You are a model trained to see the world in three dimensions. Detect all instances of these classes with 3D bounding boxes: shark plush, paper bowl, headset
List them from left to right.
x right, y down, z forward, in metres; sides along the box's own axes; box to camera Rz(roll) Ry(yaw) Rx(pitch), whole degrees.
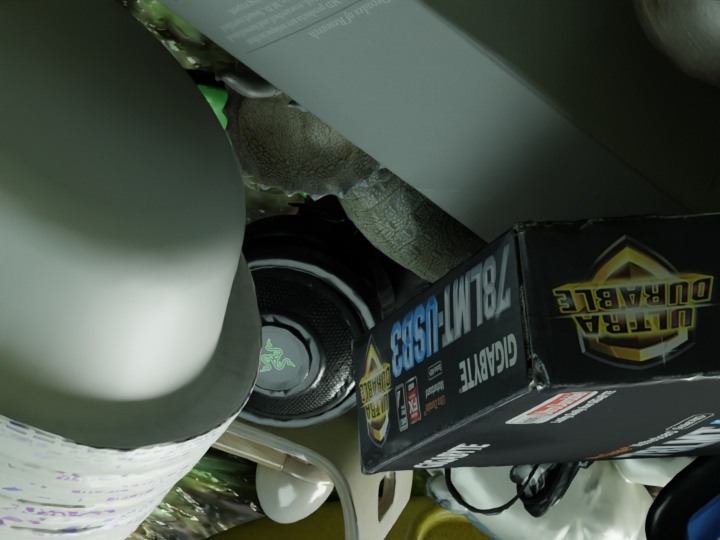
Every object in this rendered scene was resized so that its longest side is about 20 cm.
[{"bbox_3d":[-0.114,-0.020,0.849,0.200,0.201,0.104,32,120,-18],"label":"paper bowl"},{"bbox_3d":[0.000,0.000,0.978,0.200,0.123,0.094,45,120,10],"label":"headset"},{"bbox_3d":[0.041,0.074,1.161,0.199,0.091,0.083,25,-177,-15],"label":"shark plush"}]

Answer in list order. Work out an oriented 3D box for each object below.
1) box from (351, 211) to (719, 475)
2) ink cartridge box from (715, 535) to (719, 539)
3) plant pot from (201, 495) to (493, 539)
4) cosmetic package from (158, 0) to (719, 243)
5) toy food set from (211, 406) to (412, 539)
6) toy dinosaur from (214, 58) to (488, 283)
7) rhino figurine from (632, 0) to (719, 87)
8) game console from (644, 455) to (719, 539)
[{"bbox_3d":[0.113,0.020,0.825,0.198,0.050,0.200,-4,170,-14],"label":"box"},{"bbox_3d":[0.207,0.126,0.990,0.199,0.067,0.116,8,142,-28],"label":"ink cartridge box"},{"bbox_3d":[0.011,0.175,1.258,0.200,0.200,0.142,35,125,-24],"label":"plant pot"},{"bbox_3d":[0.029,-0.090,0.829,0.200,0.107,0.090,32,152,-22],"label":"cosmetic package"},{"bbox_3d":[-0.080,0.059,1.142,0.199,0.061,0.144,19,-170,6],"label":"toy food set"},{"bbox_3d":[0.025,-0.036,0.932,0.077,0.103,0.200,-9,139,45],"label":"toy dinosaur"},{"bbox_3d":[0.159,-0.066,0.792,0.199,0.088,0.060,19,158,-16],"label":"rhino figurine"},{"bbox_3d":[0.204,0.101,1.029,0.175,0.117,0.200,13,152,17],"label":"game console"}]
